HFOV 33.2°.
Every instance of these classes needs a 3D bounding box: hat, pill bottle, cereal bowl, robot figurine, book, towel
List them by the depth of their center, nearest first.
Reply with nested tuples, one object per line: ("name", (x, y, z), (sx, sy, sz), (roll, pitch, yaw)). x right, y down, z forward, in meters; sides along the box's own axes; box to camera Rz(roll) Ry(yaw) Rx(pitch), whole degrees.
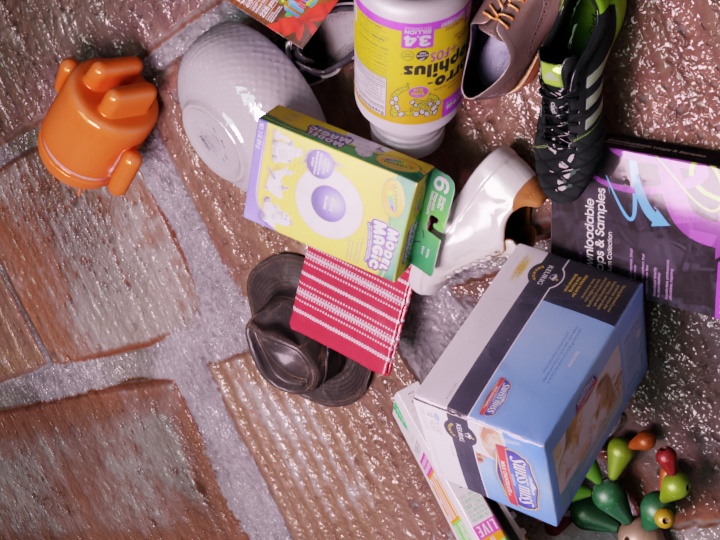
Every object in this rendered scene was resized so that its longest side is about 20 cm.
("pill bottle", (0.046, -0.196, 1.103), (0.104, 0.104, 0.200), (33, 150, 23))
("book", (0.096, 0.213, 1.213), (0.200, 0.048, 0.134), (61, 174, 14))
("cereal bowl", (-0.125, -0.154, 1.271), (0.200, 0.083, 0.200), (36, 151, 25))
("towel", (0.000, 0.000, 1.297), (0.144, 0.022, 0.200), (25, 110, 30))
("hat", (-0.083, 0.087, 1.411), (0.200, 0.081, 0.201), (22, 127, 32))
("robot figurine", (-0.317, -0.176, 1.445), (0.144, 0.117, 0.200), (32, 136, -14))

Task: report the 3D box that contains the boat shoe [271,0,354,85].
("boat shoe", (-0.041, -0.226, 1.212), (0.200, 0.060, 0.074), (-10, 106, 44))

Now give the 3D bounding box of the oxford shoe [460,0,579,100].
("oxford shoe", (0.141, -0.229, 1.041), (0.071, 0.073, 0.200), (36, 132, 22))

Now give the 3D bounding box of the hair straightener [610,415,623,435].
("hair straightener", (0.178, 0.138, 1.254), (0.200, 0.041, 0.077), (12, 142, 30))

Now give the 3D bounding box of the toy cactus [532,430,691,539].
("toy cactus", (0.260, 0.245, 1.202), (0.200, 0.102, 0.165), (-26, 107, 40))

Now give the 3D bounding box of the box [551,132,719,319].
("box", (0.261, -0.042, 1.070), (0.200, 0.036, 0.143), (16, 123, 37))

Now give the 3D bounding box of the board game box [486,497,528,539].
("board game box", (0.143, 0.236, 1.258), (0.200, 0.026, 0.200), (59, 175, -2))

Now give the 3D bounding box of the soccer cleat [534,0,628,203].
("soccer cleat", (0.175, -0.153, 1.024), (0.067, 0.081, 0.200), (21, 113, 34))

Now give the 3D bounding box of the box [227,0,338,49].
("box", (-0.053, -0.319, 1.101), (0.137, 0.039, 0.200), (30, 120, -19))

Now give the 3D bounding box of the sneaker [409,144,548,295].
("sneaker", (0.116, -0.026, 1.179), (0.085, 0.073, 0.200), (43, 136, 11))

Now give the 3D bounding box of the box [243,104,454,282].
("box", (-0.012, -0.069, 1.166), (0.200, 0.048, 0.118), (22, 124, 15))

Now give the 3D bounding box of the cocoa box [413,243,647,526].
("cocoa box", (0.162, 0.101, 1.098), (0.131, 0.200, 0.134), (19, 146, 30))
